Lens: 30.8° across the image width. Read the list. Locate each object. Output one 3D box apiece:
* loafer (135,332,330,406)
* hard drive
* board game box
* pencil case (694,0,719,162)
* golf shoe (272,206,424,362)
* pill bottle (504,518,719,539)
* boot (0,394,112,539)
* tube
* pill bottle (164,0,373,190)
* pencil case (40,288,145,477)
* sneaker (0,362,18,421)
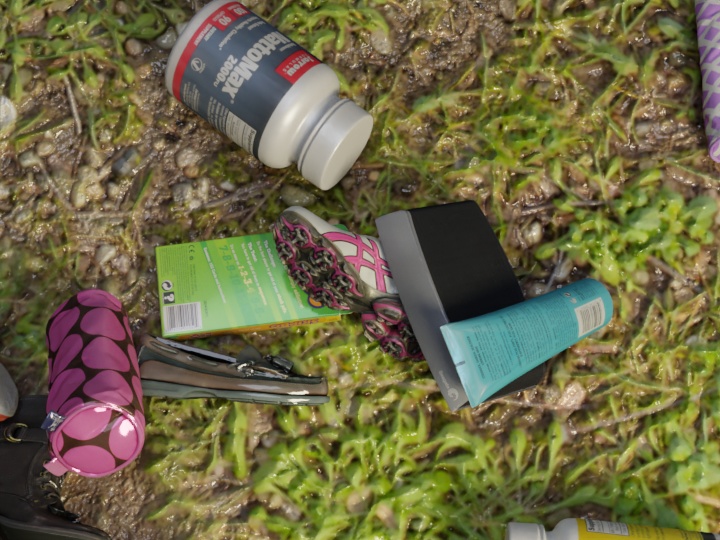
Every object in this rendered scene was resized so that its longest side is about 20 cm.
[{"bbox_3d":[-0.126,0.096,1.270,0.197,0.072,0.064,3,84,5],"label":"loafer"},{"bbox_3d":[0.102,0.026,1.269,0.134,0.042,0.202,-9,72,-40],"label":"hard drive"},{"bbox_3d":[-0.105,0.012,1.323,0.197,0.030,0.097,-8,73,1],"label":"board game box"},{"bbox_3d":[0.391,-0.211,1.350,0.083,0.086,0.203,-1,73,0],"label":"pencil case"},{"bbox_3d":[0.000,0.000,1.284,0.199,0.072,0.093,40,48,-14],"label":"golf shoe"},{"bbox_3d":[0.228,0.286,1.182,0.197,0.114,0.116,5,72,3],"label":"pill bottle"},{"bbox_3d":[-0.287,0.187,1.216,0.197,0.070,0.175,8,44,18],"label":"boot"},{"bbox_3d":[0.160,0.059,1.238,0.198,0.050,0.078,-20,81,-38],"label":"tube"},{"bbox_3d":[-0.090,-0.176,1.335,0.199,0.120,0.120,36,77,11],"label":"pill bottle"},{"bbox_3d":[-0.256,0.103,1.225,0.093,0.091,0.201,-40,30,12],"label":"pencil case"},{"bbox_3d":[-0.406,0.081,1.278,0.082,0.077,0.201,-40,56,9],"label":"sneaker"}]
